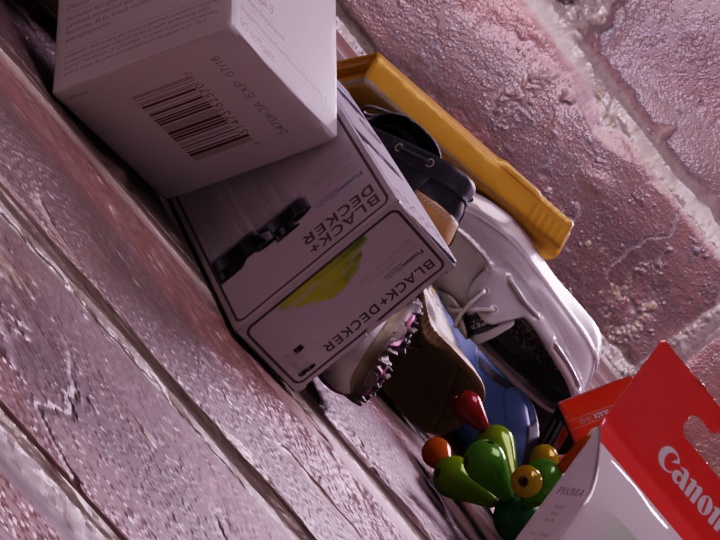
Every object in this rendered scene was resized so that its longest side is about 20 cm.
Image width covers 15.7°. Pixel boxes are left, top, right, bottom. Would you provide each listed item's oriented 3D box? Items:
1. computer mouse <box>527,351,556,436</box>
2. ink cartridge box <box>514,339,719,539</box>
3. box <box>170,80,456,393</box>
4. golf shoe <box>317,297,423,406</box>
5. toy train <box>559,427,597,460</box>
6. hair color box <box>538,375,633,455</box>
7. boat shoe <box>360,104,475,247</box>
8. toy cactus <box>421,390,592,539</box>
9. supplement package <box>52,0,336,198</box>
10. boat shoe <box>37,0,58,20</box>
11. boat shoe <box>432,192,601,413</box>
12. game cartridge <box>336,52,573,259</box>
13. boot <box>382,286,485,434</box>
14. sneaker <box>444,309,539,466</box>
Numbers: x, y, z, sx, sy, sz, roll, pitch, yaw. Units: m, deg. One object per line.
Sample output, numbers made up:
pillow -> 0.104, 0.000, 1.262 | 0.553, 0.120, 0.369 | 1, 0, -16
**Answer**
computer mouse -> 0.126, 0.068, 1.944 | 0.200, 0.046, 0.141 | 91, -17, -68
ink cartridge box -> 0.177, 0.167, 1.516 | 0.161, 0.200, 0.050 | 49, -21, -24
box -> -0.036, -0.037, 1.459 | 0.060, 0.116, 0.200 | 47, 9, -37
golf shoe -> -0.021, 0.020, 1.514 | 0.092, 0.073, 0.200 | 31, 5, -12
toy train -> 0.175, 0.195, 1.664 | 0.200, 0.055, 0.151 | 25, -60, 51
hair color box -> 0.189, 0.184, 1.771 | 0.102, 0.061, 0.201 | 104, -35, -69
boat shoe -> 0.017, -0.070, 1.675 | 0.074, 0.062, 0.200 | 37, 4, -31
toy cactus -> 0.115, 0.163, 1.618 | 0.166, 0.102, 0.200 | 60, -6, -23
supplement package -> -0.089, -0.165, 1.455 | 0.117, 0.117, 0.201 | 44, 36, -47
boat shoe -> -0.164, -0.175, 1.510 | 0.200, 0.071, 0.076 | 44, 12, -54
boat shoe -> 0.089, 0.022, 1.777 | 0.200, 0.072, 0.069 | 51, 38, -30
game cartridge -> 0.035, -0.073, 1.816 | 0.200, 0.033, 0.176 | 38, -19, -24
boot -> 0.000, 0.000, 1.716 | 0.200, 0.072, 0.155 | 54, 5, -38
sneaker -> 0.065, 0.076, 1.866 | 0.078, 0.066, 0.201 | 10, 40, -32
